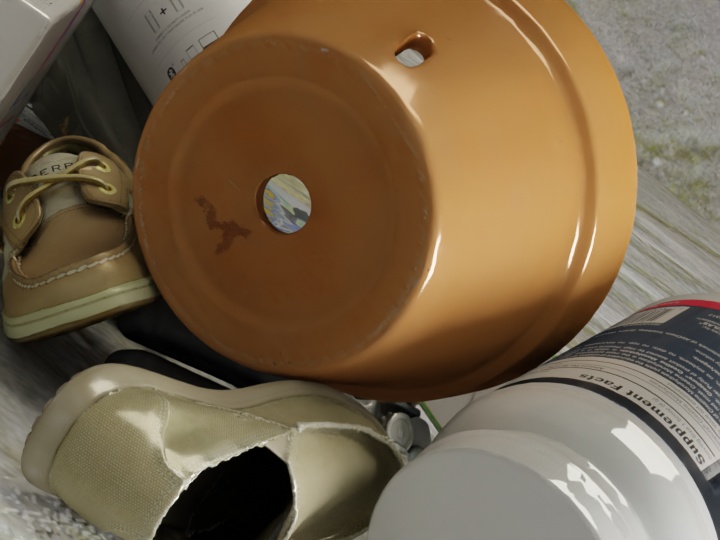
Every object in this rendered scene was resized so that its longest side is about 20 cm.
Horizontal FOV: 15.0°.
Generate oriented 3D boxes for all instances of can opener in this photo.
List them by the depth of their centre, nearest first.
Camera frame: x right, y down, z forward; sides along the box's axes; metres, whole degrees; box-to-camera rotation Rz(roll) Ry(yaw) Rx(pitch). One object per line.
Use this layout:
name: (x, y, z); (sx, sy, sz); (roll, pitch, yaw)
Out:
can opener: (-0.041, 0.065, 1.238); (0.066, 0.053, 0.200); (-2, -21, 43)

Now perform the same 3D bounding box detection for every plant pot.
plant pot: (-0.001, -0.035, 1.134); (0.200, 0.200, 0.140); (39, 22, 15)

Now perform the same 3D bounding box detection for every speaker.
speaker: (-0.090, -0.138, 1.313); (0.081, 0.081, 0.200); (20, 31, -56)

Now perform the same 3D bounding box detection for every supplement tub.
supplement tub: (0.109, 0.099, 1.133); (0.140, 0.141, 0.200); (40, 36, 20)

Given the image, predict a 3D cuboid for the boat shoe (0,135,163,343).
boat shoe: (-0.127, -0.017, 1.177); (0.200, 0.074, 0.067); (-134, -152, -77)

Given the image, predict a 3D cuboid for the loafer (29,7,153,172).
loafer: (-0.109, -0.057, 1.330); (0.070, 0.070, 0.200); (-7, 62, -31)

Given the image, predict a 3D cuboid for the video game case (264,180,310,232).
video game case: (-0.025, -0.002, 1.617); (0.182, 0.022, 0.200); (35, 10, -9)

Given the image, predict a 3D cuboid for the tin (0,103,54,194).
tin: (-0.191, -0.088, 1.430); (0.112, 0.042, 0.200); (31, 11, -4)

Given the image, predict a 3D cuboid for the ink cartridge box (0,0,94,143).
ink cartridge box: (-0.207, -0.108, 1.222); (0.128, 0.125, 0.200); (35, 11, -5)

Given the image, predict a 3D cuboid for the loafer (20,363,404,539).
loafer: (-0.046, 0.086, 1.049); (0.200, 0.076, 0.068); (10, 30, -52)

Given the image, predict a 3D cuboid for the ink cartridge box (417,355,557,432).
ink cartridge box: (0.098, 0.106, 1.324); (0.200, 0.067, 0.117); (54, 1, -31)

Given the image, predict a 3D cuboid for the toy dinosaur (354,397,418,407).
toy dinosaur: (0.063, 0.022, 1.434); (0.086, 0.136, 0.200); (17, 47, 9)
